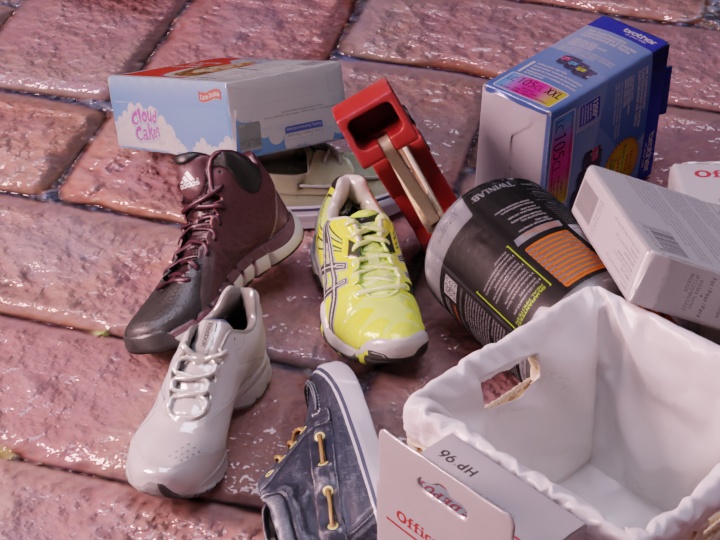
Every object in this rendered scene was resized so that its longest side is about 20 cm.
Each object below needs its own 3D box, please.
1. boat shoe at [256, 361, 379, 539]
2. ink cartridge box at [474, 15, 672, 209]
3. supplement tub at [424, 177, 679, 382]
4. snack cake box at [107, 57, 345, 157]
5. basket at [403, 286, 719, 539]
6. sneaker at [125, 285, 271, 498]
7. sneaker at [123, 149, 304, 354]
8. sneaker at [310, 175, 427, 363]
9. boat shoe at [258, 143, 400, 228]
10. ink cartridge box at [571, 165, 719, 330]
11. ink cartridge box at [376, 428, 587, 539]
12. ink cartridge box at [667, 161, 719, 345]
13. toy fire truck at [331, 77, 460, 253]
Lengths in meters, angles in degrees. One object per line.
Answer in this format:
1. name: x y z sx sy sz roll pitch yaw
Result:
1. boat shoe: -0.032 0.133 1.421 0.091 0.071 0.200 -12 32 -8
2. ink cartridge box: 0.187 -0.125 1.749 0.076 0.137 0.200 28 42 31
3. supplement tub: 0.146 0.026 1.539 0.122 0.123 0.200 -16 38 -24
4. snack cake box: -0.114 -0.139 1.750 0.115 0.067 0.200 -15 15 -32
5. basket: 0.157 0.143 1.332 0.200 0.161 0.198 30 44 34
6. sneaker: -0.118 0.085 1.475 0.074 0.087 0.200 10 36 9
7. sneaker: -0.133 -0.027 1.595 0.076 0.116 0.200 -6 27 39
8. sneaker: 0.000 0.000 1.599 0.075 0.076 0.200 -8 35 -14
9. boat shoe: -0.039 -0.075 1.733 0.200 0.062 0.072 -11 36 -17
10. ink cartridge box: 0.255 -0.006 1.468 0.176 0.045 0.200 16 18 -11
11. ink cartridge box: 0.071 0.181 1.235 0.068 0.200 0.116 -29 45 -33
12. ink cartridge box: 0.322 -0.001 1.615 0.145 0.088 0.200 1 36 -1
13. toy fire truck: 0.039 -0.073 1.610 0.049 0.200 0.141 -30 27 4
